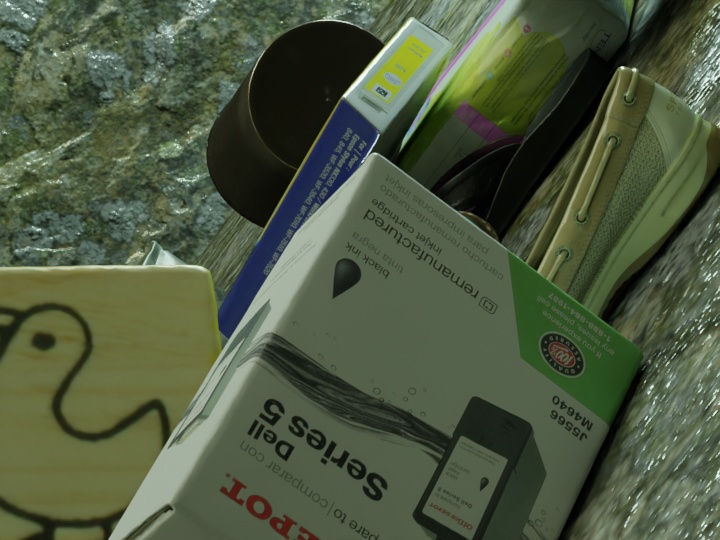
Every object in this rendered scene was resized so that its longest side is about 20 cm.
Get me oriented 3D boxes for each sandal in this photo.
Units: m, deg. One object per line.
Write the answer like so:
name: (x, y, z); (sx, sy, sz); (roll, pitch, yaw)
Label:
sandal: (0.079, -0.059, 1.507); (0.201, 0.048, 0.075); (-55, 6, 7)

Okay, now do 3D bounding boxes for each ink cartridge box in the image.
ink cartridge box: (0.006, 0.077, 0.972); (0.084, 0.145, 0.200); (-43, 13, 50)
ink cartridge box: (-0.026, -0.045, 1.567); (0.198, 0.047, 0.200); (-58, -5, 32)

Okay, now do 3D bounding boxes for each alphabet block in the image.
alphabet block: (-0.184, 0.122, 1.346); (0.196, 0.200, 0.196); (114, 151, -59)

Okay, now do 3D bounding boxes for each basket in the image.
basket: (-0.024, -0.105, 1.780); (0.200, 0.180, 0.136); (108, 162, -81)

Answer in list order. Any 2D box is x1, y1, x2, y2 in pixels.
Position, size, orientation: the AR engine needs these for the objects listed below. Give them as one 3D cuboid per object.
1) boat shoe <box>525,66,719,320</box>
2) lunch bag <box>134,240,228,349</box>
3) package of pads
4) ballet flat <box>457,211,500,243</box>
boat shoe: (0.087, 0.001, 1.130); (0.201, 0.063, 0.073); (-53, 7, 13)
lunch bag: (-0.118, 0.095, 1.606); (0.118, 0.164, 0.200); (-53, 8, 26)
package of pads: (0.100, -0.125, 1.606); (0.200, 0.068, 0.155); (-52, 7, 23)
ballet flat: (0.003, 0.047, 1.383); (0.200, 0.071, 0.065); (-36, -25, 1)
